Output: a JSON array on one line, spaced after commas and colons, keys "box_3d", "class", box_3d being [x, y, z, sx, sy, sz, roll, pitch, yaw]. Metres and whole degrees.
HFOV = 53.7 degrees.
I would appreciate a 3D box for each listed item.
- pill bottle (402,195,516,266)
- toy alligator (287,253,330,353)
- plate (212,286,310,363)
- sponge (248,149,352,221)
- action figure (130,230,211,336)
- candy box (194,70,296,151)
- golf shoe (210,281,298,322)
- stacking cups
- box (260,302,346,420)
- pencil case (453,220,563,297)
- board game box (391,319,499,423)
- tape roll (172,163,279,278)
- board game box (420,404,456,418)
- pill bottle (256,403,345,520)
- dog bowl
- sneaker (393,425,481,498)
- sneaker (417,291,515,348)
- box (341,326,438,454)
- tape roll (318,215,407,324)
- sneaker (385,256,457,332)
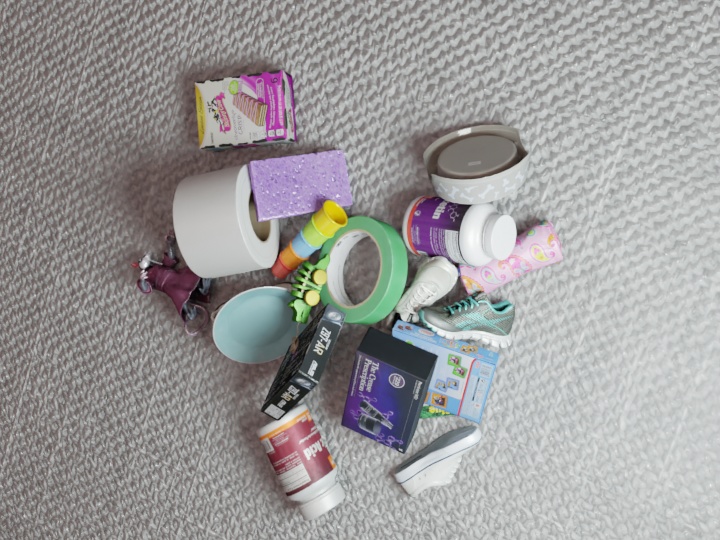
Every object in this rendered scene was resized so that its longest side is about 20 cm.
[{"box_3d": [0.177, -0.072, 1.283, 0.198, 0.111, 0.115, 12, 96, 44], "class": "pill bottle"}, {"box_3d": [-0.113, 0.054, 1.356, 0.054, 0.059, 0.204, 25, 79, -21], "class": "toy alligator"}, {"box_3d": [-0.198, 0.105, 1.417, 0.199, 0.200, 0.026, -40, 41, 12], "class": "plate"}, {"box_3d": [-0.115, -0.166, 1.380, 0.196, 0.030, 0.114, -11, 91, -24], "class": "sponge"}, {"box_3d": [-0.400, 0.021, 1.509, 0.197, 0.134, 0.151, 22, 141, 26], "class": "action figure"}, {"box_3d": [-0.234, -0.323, 1.449, 0.195, 0.061, 0.140, -4, 92, 16], "class": "candy box"}, {"box_3d": [-0.208, 0.079, 1.447, 0.196, 0.088, 0.079, -18, 86, 14], "class": "golf shoe"}, {"box_3d": [-0.110, -0.058, 1.403, 0.199, 0.060, 0.061, -39, 82, 34], "class": "stacking cups"}, {"box_3d": [-0.110, 0.175, 1.343, 0.043, 0.162, 0.200, 31, 139, -10], "class": "box"}, {"box_3d": [0.272, -0.020, 1.312, 0.197, 0.087, 0.089, -24, 86, 16], "class": "pencil case"}, {"box_3d": [0.146, 0.189, 1.323, 0.196, 0.037, 0.154, 17, 126, 13], "class": "board game box"}, {"box_3d": [-0.257, -0.096, 1.393, 0.136, 0.202, 0.208, -10, 90, 15], "class": "tape roll"}, {"box_3d": [0.089, 0.241, 1.404, 0.196, 0.023, 0.107, -7, 89, 16], "class": "board game box"}, {"box_3d": [-0.116, 0.382, 1.419, 0.113, 0.114, 0.203, -29, 85, 14], "class": "pill bottle"}, {"box_3d": [0.210, -0.189, 1.274, 0.196, 0.202, 0.060, -6, 125, 15], "class": "dog bowl"}, {"box_3d": [0.159, 0.370, 1.372, 0.199, 0.073, 0.071, -36, 92, 23], "class": "sneaker"}, {"box_3d": [0.198, 0.077, 1.297, 0.196, 0.078, 0.093, 10, 108, -23], "class": "sneaker"}, {"box_3d": [0.051, 0.225, 1.319, 0.139, 0.079, 0.203, 19, 128, 11], "class": "box"}, {"box_3d": [0.000, 0.000, 1.359, 0.198, 0.048, 0.205, -10, 75, 41], "class": "tape roll"}, {"box_3d": [0.110, 0.050, 1.317, 0.075, 0.081, 0.200, 36, 135, -4], "class": "sneaker"}]
